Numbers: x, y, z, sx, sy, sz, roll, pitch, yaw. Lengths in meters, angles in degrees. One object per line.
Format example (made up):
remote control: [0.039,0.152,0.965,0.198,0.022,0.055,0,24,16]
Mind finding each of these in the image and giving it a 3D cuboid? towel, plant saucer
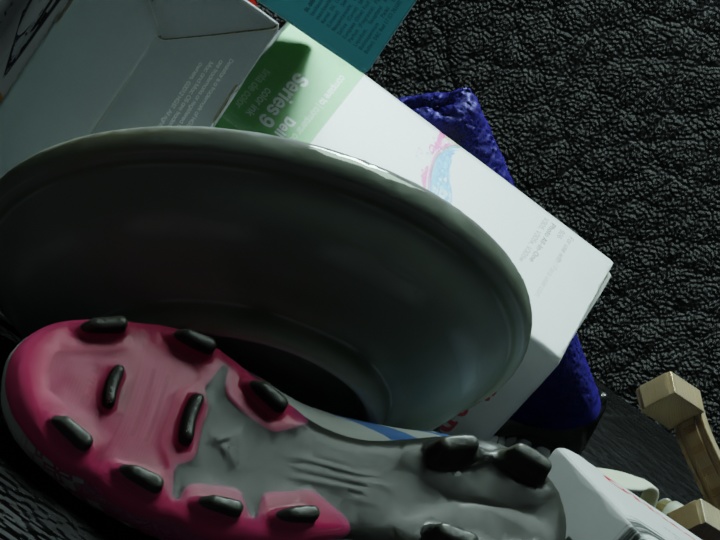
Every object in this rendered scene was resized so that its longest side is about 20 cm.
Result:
towel: [0.035,-0.003,1.065,0.147,0.050,0.200,-6,-58,34]
plant saucer: [-0.041,0.025,0.709,0.199,0.050,0.200,7,-29,4]

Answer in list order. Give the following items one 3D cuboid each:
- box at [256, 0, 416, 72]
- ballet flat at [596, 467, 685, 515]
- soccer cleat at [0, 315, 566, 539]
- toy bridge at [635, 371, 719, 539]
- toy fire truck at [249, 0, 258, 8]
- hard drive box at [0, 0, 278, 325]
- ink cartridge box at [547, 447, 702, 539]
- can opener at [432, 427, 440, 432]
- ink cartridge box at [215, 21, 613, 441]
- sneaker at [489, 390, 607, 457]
box: [-0.072,-0.165,0.881,0.200,0.049,0.082,33,5,-25]
ballet flat: [0.157,0.156,1.150,0.200,0.072,0.072,32,6,-41]
soccer cleat: [-0.030,0.077,0.671,0.199,0.070,0.086,19,-35,-17]
toy bridge: [0.197,0.149,1.125,0.067,0.027,0.201,32,39,-38]
toy fire truck: [-0.133,-0.158,1.117,0.175,0.201,0.129,6,-5,19]
hard drive box: [-0.122,-0.073,0.857,0.077,0.156,0.200,33,4,-18]
ink cartridge box: [0.136,0.166,0.781,0.146,0.084,0.200,35,4,-18]
can opener: [0.004,0.093,0.881,0.067,0.054,0.200,4,1,7]
ink cartridge box: [0.000,0.000,0.991,0.200,0.145,0.088,36,46,-3]
sneaker: [0.106,0.081,1.383,0.066,0.091,0.200,39,5,40]
